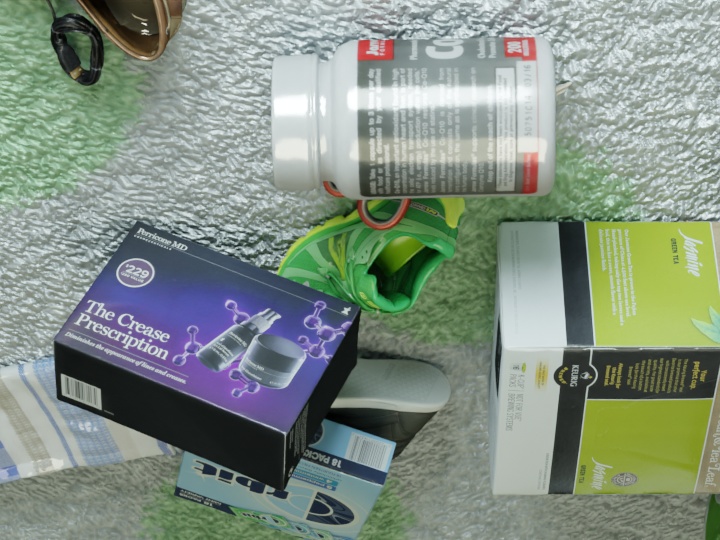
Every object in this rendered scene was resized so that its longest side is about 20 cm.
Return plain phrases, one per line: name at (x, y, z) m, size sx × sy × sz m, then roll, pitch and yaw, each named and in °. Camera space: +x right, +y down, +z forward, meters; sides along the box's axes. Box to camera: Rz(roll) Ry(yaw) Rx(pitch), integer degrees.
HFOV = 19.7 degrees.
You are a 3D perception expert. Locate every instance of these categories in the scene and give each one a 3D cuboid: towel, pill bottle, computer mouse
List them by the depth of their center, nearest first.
computer mouse at (-0.230, -0.191, 1.437) m, size 0.058 × 0.034 × 0.200 m, roll 3°, pitch 145°, yaw 27°
pill bottle at (0.038, -0.108, 1.481) m, size 0.199 × 0.114 × 0.114 m, roll -1°, pitch 139°, yaw 1°
towel at (-0.267, 0.130, 1.829) m, size 0.199 × 0.024 × 0.147 m, roll -10°, pitch 137°, yaw 12°

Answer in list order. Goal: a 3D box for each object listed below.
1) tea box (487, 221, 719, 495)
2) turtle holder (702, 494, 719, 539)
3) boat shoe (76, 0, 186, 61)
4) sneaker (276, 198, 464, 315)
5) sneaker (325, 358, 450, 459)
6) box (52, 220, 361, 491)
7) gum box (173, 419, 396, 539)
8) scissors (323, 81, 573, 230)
tea box at (0.204, 0.073, 1.675) m, size 0.195 × 0.134 × 0.201 m, roll 1°, pitch 140°, yaw 0°
turtle holder at (0.389, 0.211, 1.835) m, size 0.140 × 0.132 × 0.186 m, roll 24°, pitch 134°, yaw -23°
boat shoe at (-0.176, -0.219, 1.385) m, size 0.075 × 0.072 × 0.200 m, roll -20°, pitch 135°, yaw 22°
sneaker at (0.000, 0.000, 1.629) m, size 0.074 × 0.084 × 0.200 m, roll 29°, pitch 132°, yaw -30°
sneaker at (-0.031, 0.118, 1.775) m, size 0.199 × 0.071 × 0.099 m, roll 10°, pitch 134°, yaw -17°
box at (-0.118, 0.063, 1.611) m, size 0.199 × 0.141 × 0.079 m, roll 20°, pitch 138°, yaw 13°
gum box at (-0.069, 0.173, 1.794) m, size 0.169 × 0.045 × 0.200 m, roll 18°, pitch 154°, yaw -1°
scissors at (0.061, -0.106, 1.553) m, size 0.200 × 0.014 × 0.073 m, roll -37°, pitch 91°, yaw 17°
